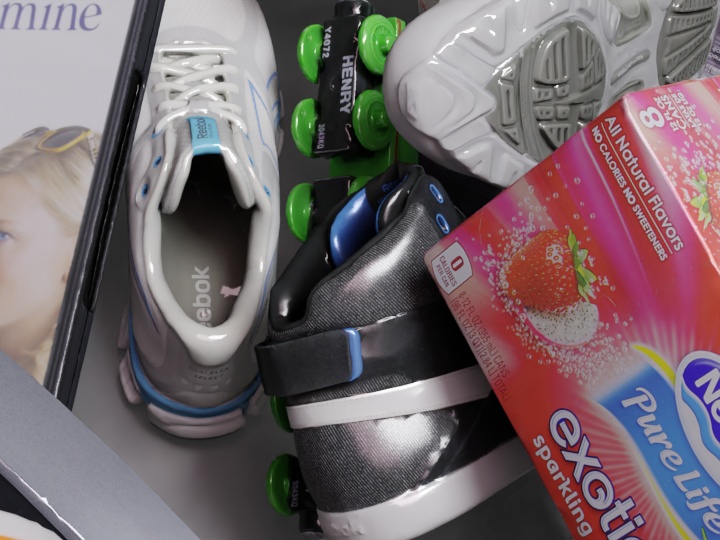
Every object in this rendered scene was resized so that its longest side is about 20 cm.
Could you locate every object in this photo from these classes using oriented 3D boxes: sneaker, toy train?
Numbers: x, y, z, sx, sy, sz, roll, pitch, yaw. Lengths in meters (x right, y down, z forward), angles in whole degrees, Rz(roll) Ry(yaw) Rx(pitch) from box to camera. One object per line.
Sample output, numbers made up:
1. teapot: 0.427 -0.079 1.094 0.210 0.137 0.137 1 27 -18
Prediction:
1. sneaker: 0.052 0.005 0.742 0.200 0.073 0.112 -28 102 -35
2. sneaker: 0.053 -0.083 0.785 0.099 0.078 0.200 17 22 29
3. sneaker: -0.057 -0.046 0.787 0.075 0.087 0.201 -4 68 -10
4. toy train: 0.000 0.000 0.782 0.056 0.042 0.201 19 71 -50

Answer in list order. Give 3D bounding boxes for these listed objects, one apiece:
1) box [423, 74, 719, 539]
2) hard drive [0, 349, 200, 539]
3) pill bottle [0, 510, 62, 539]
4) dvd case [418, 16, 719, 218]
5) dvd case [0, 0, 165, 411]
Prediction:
1. box: 0.121 0.048 0.654 0.095 0.100 0.201 -13 71 -47
2. hard drive: -0.155 0.084 0.701 0.200 0.042 0.135 40 109 5
3. pill bottle: -0.107 0.174 0.574 0.114 0.114 0.201 -12 51 -15
4. dvd case: 0.093 -0.056 0.855 0.148 0.016 0.201 27 67 0
5. dvd case: -0.153 -0.032 0.769 0.142 0.018 0.201 2 66 18
